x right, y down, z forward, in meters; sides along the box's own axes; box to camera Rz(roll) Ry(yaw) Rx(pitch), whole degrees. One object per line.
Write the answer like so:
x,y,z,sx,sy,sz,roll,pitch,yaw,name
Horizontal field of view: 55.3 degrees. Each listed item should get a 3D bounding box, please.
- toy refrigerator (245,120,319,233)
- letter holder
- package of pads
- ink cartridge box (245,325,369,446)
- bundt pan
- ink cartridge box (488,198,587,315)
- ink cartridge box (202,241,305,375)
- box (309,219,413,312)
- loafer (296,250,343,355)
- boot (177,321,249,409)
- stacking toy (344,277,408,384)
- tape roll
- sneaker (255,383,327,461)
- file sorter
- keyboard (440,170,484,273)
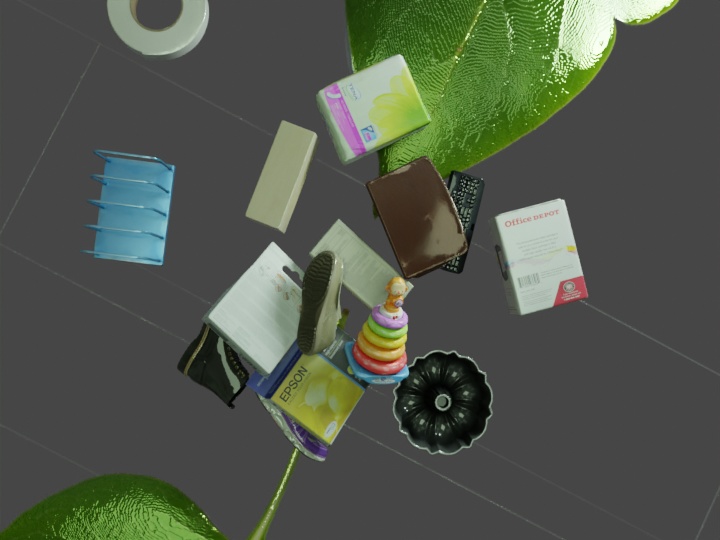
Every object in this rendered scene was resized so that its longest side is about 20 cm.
-0.153,-0.184,1.367,0.075,0.070,0.203,20,87,5,toy refrigerator
0.118,-0.101,1.336,0.141,0.101,0.202,-24,84,10,letter holder
0.022,-0.324,1.379,0.198,0.068,0.156,-24,91,-4,package of pads
-0.086,0.199,1.338,0.199,0.047,0.199,37,67,-3,ink cartridge box
0.158,0.255,1.360,0.198,0.076,0.205,0,88,-2,bundt pan
0.352,-0.025,1.375,0.145,0.086,0.203,-13,87,-3,ink cartridge box
-0.180,0.072,1.318,0.160,0.047,0.201,45,61,-14,ink cartridge box
0.000,0.000,1.361,0.200,0.078,0.095,43,87,-1,box
-0.071,0.061,1.309,0.075,0.068,0.203,20,100,39,loafer
-0.247,0.150,1.336,0.138,0.077,0.201,35,100,12,boot
0.050,0.101,1.273,0.114,0.110,0.202,3,121,-20,stacking toy
-0.406,-0.526,1.381,0.199,0.037,0.206,0,87,-3,tape roll
-0.124,0.286,1.348,0.083,0.081,0.201,-37,90,-10,sneaker
-0.448,-0.121,1.323,0.136,0.123,0.203,7,87,-3,file sorter
0.185,-0.101,1.393,0.103,0.040,0.203,14,87,-3,keyboard
